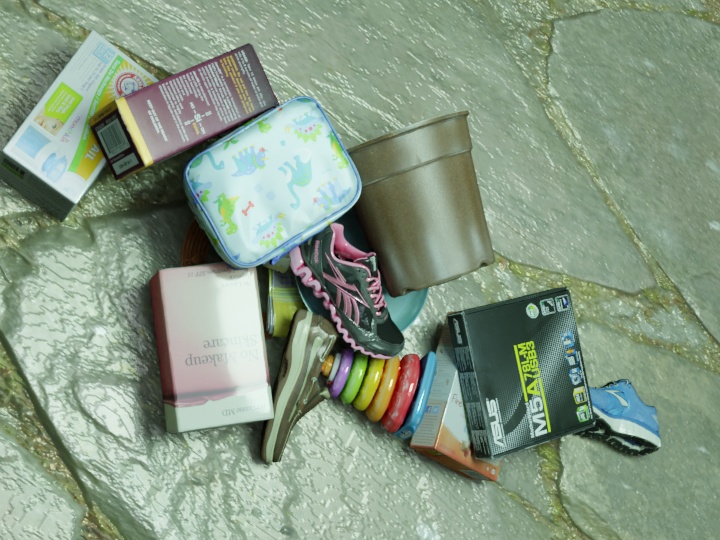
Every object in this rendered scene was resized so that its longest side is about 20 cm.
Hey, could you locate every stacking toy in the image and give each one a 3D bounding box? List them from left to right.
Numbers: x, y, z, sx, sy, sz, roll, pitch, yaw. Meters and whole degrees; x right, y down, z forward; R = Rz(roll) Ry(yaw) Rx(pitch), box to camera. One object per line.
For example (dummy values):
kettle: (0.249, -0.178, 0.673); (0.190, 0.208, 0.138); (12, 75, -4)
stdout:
stacking toy: (-0.005, 0.141, 1.640); (0.197, 0.116, 0.111); (21, 70, -7)

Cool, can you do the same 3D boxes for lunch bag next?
lunch bag: (-0.108, -0.102, 1.487); (0.198, 0.082, 0.162); (-32, 96, -12)

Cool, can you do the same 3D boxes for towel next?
towel: (-0.037, 0.023, 1.654); (0.197, 0.023, 0.146); (5, 74, -20)

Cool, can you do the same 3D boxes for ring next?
ring: (-0.144, -0.008, 1.643); (0.197, 0.019, 0.204); (5, 77, -23)

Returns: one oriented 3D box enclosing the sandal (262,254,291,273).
sandal: (-0.139, -0.078, 1.582); (0.081, 0.055, 0.201); (16, 30, -41)

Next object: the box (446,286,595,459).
box: (0.223, 0.138, 1.674); (0.191, 0.047, 0.204); (-10, 89, -34)

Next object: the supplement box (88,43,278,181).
supplement box: (-0.216, -0.194, 1.491); (0.198, 0.110, 0.087); (-29, 99, -30)

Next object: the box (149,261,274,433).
box: (-0.189, 0.097, 1.540); (0.126, 0.109, 0.204); (-7, 85, -17)

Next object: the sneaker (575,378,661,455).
sneaker: (0.357, 0.200, 1.803); (0.198, 0.078, 0.090); (26, 55, -19)

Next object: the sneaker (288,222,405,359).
sneaker: (-0.002, 0.023, 1.567); (0.201, 0.095, 0.079); (49, 30, -5)

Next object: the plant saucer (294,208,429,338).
plant saucer: (0.000, 0.000, 1.649); (0.197, 0.027, 0.204); (6, 74, -20)

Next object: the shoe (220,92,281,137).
shoe: (-0.116, -0.188, 1.651); (0.198, 0.091, 0.072); (29, 70, -16)

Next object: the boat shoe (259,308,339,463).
boat shoe: (-0.075, 0.157, 1.580); (0.074, 0.075, 0.206); (15, 99, -7)

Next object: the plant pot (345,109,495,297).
plant pot: (0.076, -0.081, 1.590); (0.198, 0.200, 0.201); (-18, 91, -26)

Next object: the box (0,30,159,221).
box: (-0.355, -0.181, 1.538); (0.112, 0.101, 0.202); (35, 68, -13)

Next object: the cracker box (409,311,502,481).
cracker box: (0.155, 0.174, 1.698); (0.133, 0.057, 0.203); (31, 67, -36)
